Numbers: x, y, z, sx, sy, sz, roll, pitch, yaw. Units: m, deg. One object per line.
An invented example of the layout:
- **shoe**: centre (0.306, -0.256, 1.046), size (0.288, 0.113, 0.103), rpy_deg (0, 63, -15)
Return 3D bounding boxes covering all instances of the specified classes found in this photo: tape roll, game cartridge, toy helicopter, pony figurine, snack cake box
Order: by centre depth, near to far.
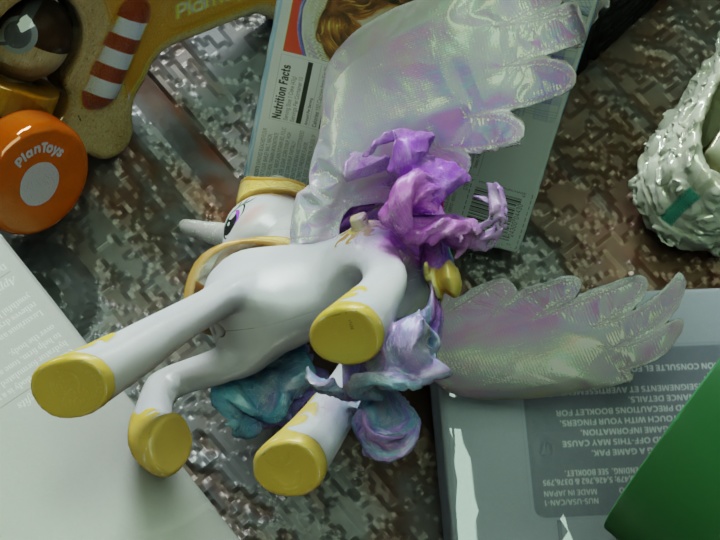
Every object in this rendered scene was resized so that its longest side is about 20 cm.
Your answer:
- **tape roll**: centre (0.162, 0.024, 0.982), size (0.048, 0.200, 0.200), rpy_deg (38, 70, 9)
- **pony figurine**: centre (0.000, 0.000, 1.002), size (0.193, 0.200, 0.167), rpy_deg (-11, 111, 20)
- **snack cake box**: centre (0.029, -0.104, 1.054), size (0.115, 0.200, 0.067), rpy_deg (16, 52, 1)
- **game cartridge**: centre (0.128, 0.073, 1.086), size (0.200, 0.040, 0.134), rpy_deg (-2, 65, -6)
- **toy helicopter**: centre (-0.092, -0.107, 1.098), size (0.200, 0.132, 0.079), rpy_deg (-23, 38, -32)

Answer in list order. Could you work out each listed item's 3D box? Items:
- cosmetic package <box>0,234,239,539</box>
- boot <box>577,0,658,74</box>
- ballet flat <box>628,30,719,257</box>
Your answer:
- **cosmetic package**: centre (-0.113, 0.100, 1.026), size (0.107, 0.090, 0.200), rpy_deg (-33, 77, -17)
- **boot**: centre (0.090, -0.192, 1.165), size (0.211, 0.079, 0.158), rpy_deg (-42, 77, -18)
- **ballet flat**: centre (0.181, -0.089, 1.140), size (0.072, 0.072, 0.200), rpy_deg (33, 68, 8)
